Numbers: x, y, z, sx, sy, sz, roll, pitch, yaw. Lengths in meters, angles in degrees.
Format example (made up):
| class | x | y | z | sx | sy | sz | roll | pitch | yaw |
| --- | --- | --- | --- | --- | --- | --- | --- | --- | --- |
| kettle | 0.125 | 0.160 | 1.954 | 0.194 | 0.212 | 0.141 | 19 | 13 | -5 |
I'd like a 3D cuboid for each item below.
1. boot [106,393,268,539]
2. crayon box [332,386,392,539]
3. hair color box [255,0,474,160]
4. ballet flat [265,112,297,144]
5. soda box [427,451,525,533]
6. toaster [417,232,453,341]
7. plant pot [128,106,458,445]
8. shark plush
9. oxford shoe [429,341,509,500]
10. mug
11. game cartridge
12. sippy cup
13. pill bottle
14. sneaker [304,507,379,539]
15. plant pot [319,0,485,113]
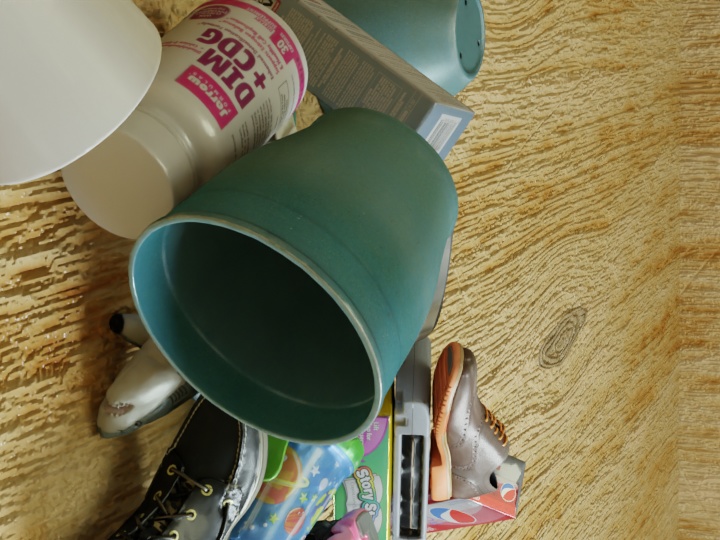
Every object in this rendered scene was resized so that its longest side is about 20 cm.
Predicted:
| class | x | y | z | sx | sy | sz | roll | pitch | yaw |
| --- | --- | --- | --- | --- | --- | --- | --- | --- | --- |
| boot | -0.148 | 0.188 | 1.046 | 0.154 | 0.073 | 0.204 | -26 | 142 | -60 |
| crayon box | 0.003 | 0.176 | 1.360 | 0.173 | 0.058 | 0.200 | -84 | 175 | -62 |
| hair color box | -0.007 | -0.174 | 1.234 | 0.061 | 0.200 | 0.099 | -56 | 161 | 15 |
| ballet flat | -0.079 | -0.099 | 1.172 | 0.069 | 0.069 | 0.200 | 65 | 7 | -47 |
| soda box | 0.084 | 0.232 | 1.480 | 0.070 | 0.200 | 0.063 | 25 | 63 | -23 |
| toaster | 0.000 | 0.000 | 1.231 | 0.129 | 0.114 | 0.200 | -22 | 130 | -44 |
| plant pot | -0.027 | -0.012 | 1.000 | 0.188 | 0.200 | 0.200 | -51 | 138 | -38 |
| shark plush | -0.130 | 0.073 | 1.124 | 0.200 | 0.091 | 0.083 | -24 | 130 | -58 |
| oxford shoe | 0.102 | 0.139 | 1.302 | 0.200 | 0.073 | 0.071 | 89 | 3 | -47 |
| mug | -0.231 | -0.162 | 0.846 | 0.149 | 0.187 | 0.153 | -45 | 132 | -11 |
| game cartridge | 0.049 | 0.167 | 1.353 | 0.133 | 0.042 | 0.200 | -77 | 169 | -58 |
| sippy cup | -0.084 | 0.180 | 1.191 | 0.178 | 0.140 | 0.130 | 51 | 57 | -44 |
| pill bottle | -0.130 | -0.115 | 1.056 | 0.200 | 0.113 | 0.113 | -54 | 140 | -46 |
| sneaker | -0.059 | 0.278 | 1.201 | 0.200 | 0.095 | 0.079 | -47 | 128 | -53 |
| plant pot | 0.049 | -0.238 | 1.430 | 0.200 | 0.135 | 0.200 | 3 | 90 | -66 |
